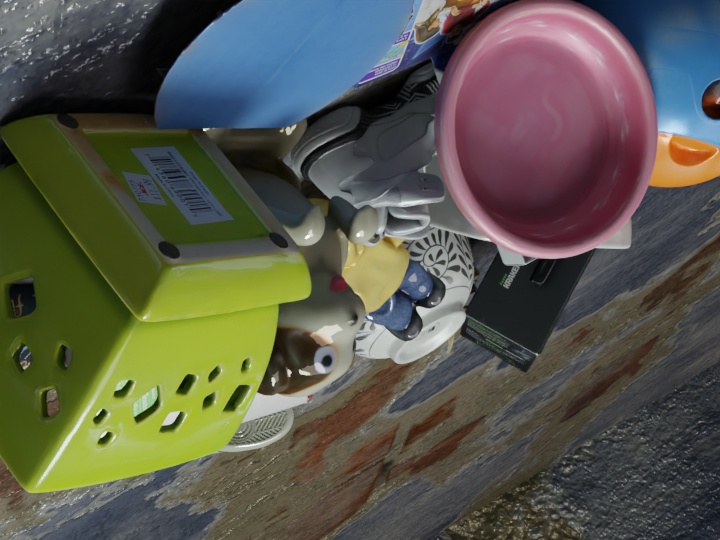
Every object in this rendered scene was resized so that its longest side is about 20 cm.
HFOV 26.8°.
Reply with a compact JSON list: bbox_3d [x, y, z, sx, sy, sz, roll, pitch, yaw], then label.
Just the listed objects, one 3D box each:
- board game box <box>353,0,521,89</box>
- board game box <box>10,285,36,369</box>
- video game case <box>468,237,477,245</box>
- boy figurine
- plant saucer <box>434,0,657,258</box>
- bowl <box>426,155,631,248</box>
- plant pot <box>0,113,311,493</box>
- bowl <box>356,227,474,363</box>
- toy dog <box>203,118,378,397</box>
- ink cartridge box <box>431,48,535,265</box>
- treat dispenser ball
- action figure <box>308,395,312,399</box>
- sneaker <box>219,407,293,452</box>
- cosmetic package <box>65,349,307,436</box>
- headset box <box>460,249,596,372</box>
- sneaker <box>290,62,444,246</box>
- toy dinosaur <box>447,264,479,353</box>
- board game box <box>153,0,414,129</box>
[{"bbox_3d":[0.082,-0.219,1.130,0.199,0.035,0.136,-25,160,-25],"label":"board game box"},{"bbox_3d":[-0.317,0.087,1.202,0.200,0.035,0.135,-44,160,26],"label":"board game box"},{"bbox_3d":[0.075,-0.041,1.593,0.182,0.022,0.199,-45,158,30],"label":"video game case"},{"bbox_3d":[0.000,0.000,1.371,0.125,0.064,0.200,-56,140,-1],"label":"boy figurine"},{"bbox_3d":[0.140,-0.110,1.187,0.199,0.202,0.051,-26,-168,-23],"label":"plant saucer"},{"bbox_3d":[0.130,-0.074,1.360,0.198,0.199,0.075,4,100,-35],"label":"bowl"},{"bbox_3d":[-0.163,0.006,1.025,0.198,0.200,0.182,-7,140,-53],"label":"plant pot"},{"bbox_3d":[0.048,0.032,1.543,0.200,0.095,0.201,-30,160,-12],"label":"bowl"},{"bbox_3d":[-0.076,0.001,1.143,0.194,0.201,0.139,-41,160,20],"label":"toy dog"},{"bbox_3d":[0.129,-0.115,1.230,0.099,0.202,0.039,-27,-169,-23],"label":"ink cartridge box"},{"bbox_3d":[0.268,-0.174,1.307,0.200,0.202,0.201,-31,162,-11],"label":"treat dispenser ball"},{"bbox_3d":[-0.050,0.039,1.462,0.065,0.052,0.201,-33,138,-25],"label":"action figure"},{"bbox_3d":[-0.165,0.157,1.539,0.198,0.076,0.085,-6,166,0],"label":"sneaker"},{"bbox_3d":[-0.149,0.080,1.308,0.198,0.085,0.108,-16,128,-23],"label":"cosmetic package"},{"bbox_3d":[0.189,0.006,1.649,0.175,0.092,0.200,-60,173,-8],"label":"headset box"},{"bbox_3d":[0.050,-0.096,1.255,0.199,0.115,0.075,-27,161,-23],"label":"sneaker"},{"bbox_3d":[0.103,0.038,1.816,0.100,0.059,0.200,-23,157,14],"label":"toy dinosaur"},{"bbox_3d":[-0.056,-0.160,1.024,0.199,0.039,0.158,-8,151,-51],"label":"board game box"}]
